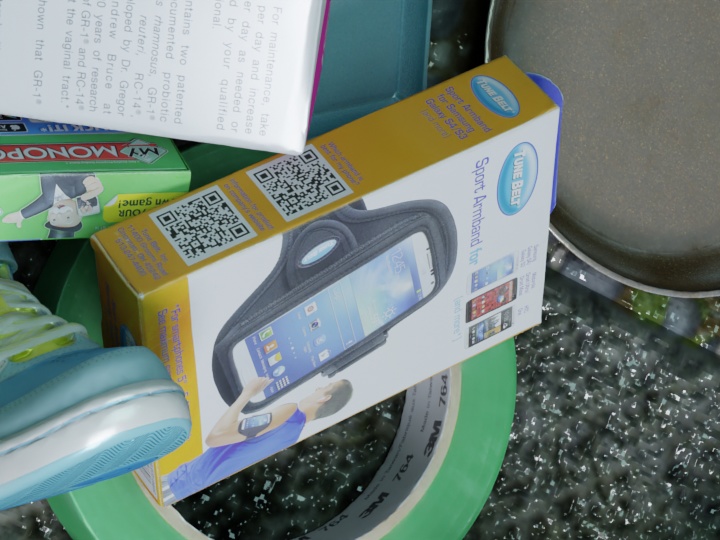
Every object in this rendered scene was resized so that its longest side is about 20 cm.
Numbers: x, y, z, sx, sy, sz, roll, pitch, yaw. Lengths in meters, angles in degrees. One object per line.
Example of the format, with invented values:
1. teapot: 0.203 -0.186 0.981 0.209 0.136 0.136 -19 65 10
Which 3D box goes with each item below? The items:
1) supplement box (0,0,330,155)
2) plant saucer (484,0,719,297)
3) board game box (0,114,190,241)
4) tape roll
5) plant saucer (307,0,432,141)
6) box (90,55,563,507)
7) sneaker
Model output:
1. supplement box: -0.107 -0.116 0.782 0.199 0.101 0.104 7 115 1
2. plant saucer: 0.139 -0.088 0.978 0.199 0.032 0.201 1 88 -23
3. board game box: -0.175 -0.054 0.796 0.199 0.135 0.029 -2 123 -22
4. tape roll: -0.036 0.043 0.894 0.200 0.048 0.201 0 89 -22
5. plant saucer: 0.000 -0.149 0.848 0.070 0.019 0.201 -15 120 -35
6. box: 0.000 0.000 0.828 0.199 0.042 0.119 -24 141 -20
7. sneaker: -0.135 0.020 0.779 0.079 0.200 0.131 -12 85 -37
